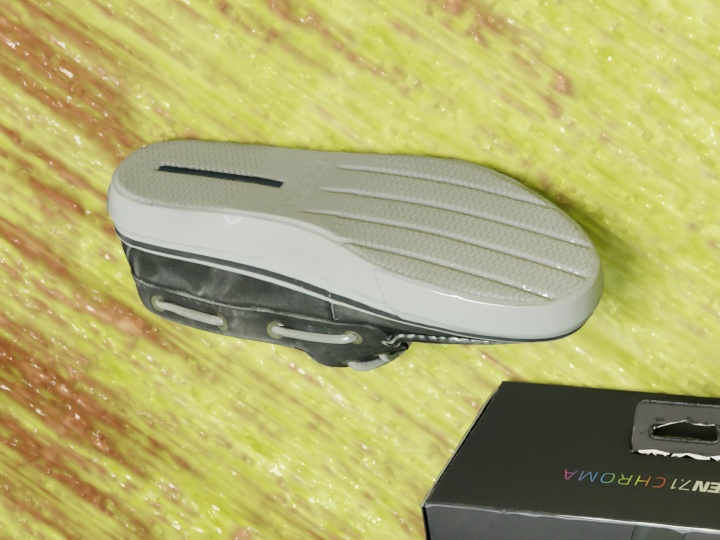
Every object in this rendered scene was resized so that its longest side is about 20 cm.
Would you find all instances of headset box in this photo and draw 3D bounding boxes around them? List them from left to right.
[{"bbox_3d":[0.125,0.142,0.980,0.174,0.093,0.200,3,119,23],"label":"headset box"}]

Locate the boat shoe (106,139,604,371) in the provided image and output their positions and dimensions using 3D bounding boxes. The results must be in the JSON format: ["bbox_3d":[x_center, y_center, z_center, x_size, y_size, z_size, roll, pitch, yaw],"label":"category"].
[{"bbox_3d":[0.000,0.000,0.978,0.200,0.072,0.071,14,133,28],"label":"boat shoe"}]
